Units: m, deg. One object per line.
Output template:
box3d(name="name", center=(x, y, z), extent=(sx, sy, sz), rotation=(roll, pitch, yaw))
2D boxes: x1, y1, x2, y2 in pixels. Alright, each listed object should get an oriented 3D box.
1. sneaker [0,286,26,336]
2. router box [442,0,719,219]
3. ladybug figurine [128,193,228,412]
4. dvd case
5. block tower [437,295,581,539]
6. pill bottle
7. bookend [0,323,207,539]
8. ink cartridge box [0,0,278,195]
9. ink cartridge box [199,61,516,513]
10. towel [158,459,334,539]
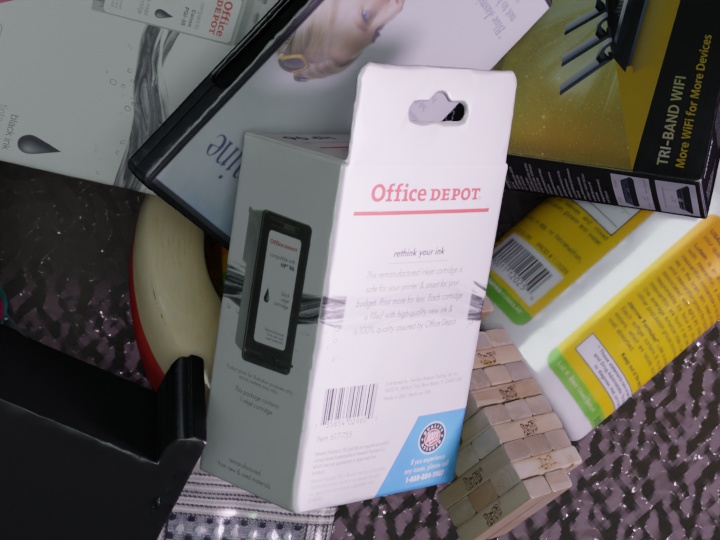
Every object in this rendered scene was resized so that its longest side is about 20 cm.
box3d(name="sneaker", center=(-0.237, 0.051, 0.943), extent=(0.199, 0.084, 0.121), rotation=(25, 90, -7))
box3d(name="router box", center=(0.123, -0.138, 0.933), extent=(0.156, 0.052, 0.201), rotation=(9, 72, 18))
box3d(name="ladybug figurine", center=(-0.067, 0.016, 0.927), extent=(0.135, 0.201, 0.072), rotation=(29, 130, -27))
box3d(name="dvd case", center=(-0.004, -0.090, 0.831), extent=(0.200, 0.143, 0.018), rotation=(-46, 59, 2))
box3d(name="block tower", center=(0.036, 0.037, 0.905), extent=(0.058, 0.054, 0.201), rotation=(-42, 67, 36))
box3d(name="pill bottle", center=(0.154, -0.011, 0.966), extent=(0.200, 0.111, 0.111), rotation=(-40, 95, -3))
box3d(name="bookend", center=(-0.200, 0.103, 0.802), extent=(0.199, 0.092, 0.200), rotation=(23, 107, -15))
box3d(name="ink cartridge box", center=(-0.109, -0.121, 0.855), extent=(0.199, 0.083, 0.147), rotation=(12, 126, -17))
box3d(name="ink cartridge box", center=(0.000, 0.000, 0.820), extent=(0.116, 0.068, 0.202), rotation=(-4, 107, -48))
box3d(name="towel", center=(-0.109, 0.162, 0.941), extent=(0.199, 0.034, 0.194), rotation=(12, 95, -28))
